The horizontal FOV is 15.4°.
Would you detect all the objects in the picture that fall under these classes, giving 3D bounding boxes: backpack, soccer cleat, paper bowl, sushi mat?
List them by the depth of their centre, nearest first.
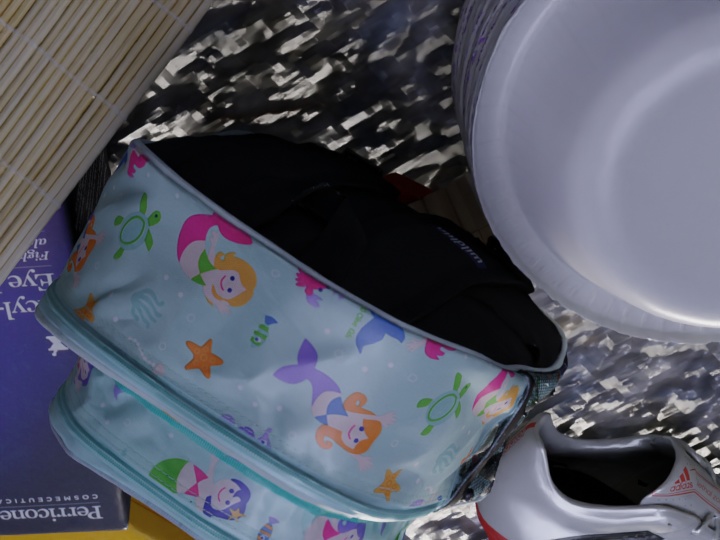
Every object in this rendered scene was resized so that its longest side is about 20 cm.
[{"bbox_3d":[-0.027,0.029,0.989,0.177,0.200,0.151,33,94,11],"label":"backpack"},{"bbox_3d":[-0.149,-0.051,0.993,0.096,0.200,0.012,36,174,8],"label":"sushi mat"},{"bbox_3d":[0.138,-0.059,1.007,0.200,0.104,0.201,-3,124,-5],"label":"paper bowl"},{"bbox_3d":[0.151,0.117,1.222,0.200,0.069,0.085,16,136,-8],"label":"soccer cleat"}]

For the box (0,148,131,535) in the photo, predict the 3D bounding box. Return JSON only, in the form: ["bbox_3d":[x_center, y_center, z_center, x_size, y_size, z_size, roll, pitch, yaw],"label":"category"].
[{"bbox_3d":[-0.174,0.010,1.100,0.148,0.104,0.200,-4,133,4],"label":"box"}]

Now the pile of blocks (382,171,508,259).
[{"bbox_3d":[0.000,0.000,1.130,0.200,0.082,0.062,-25,86,10],"label":"pile of blocks"}]

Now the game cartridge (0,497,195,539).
[{"bbox_3d":[-0.178,0.162,1.295,0.176,0.032,0.200,33,123,-26],"label":"game cartridge"}]
